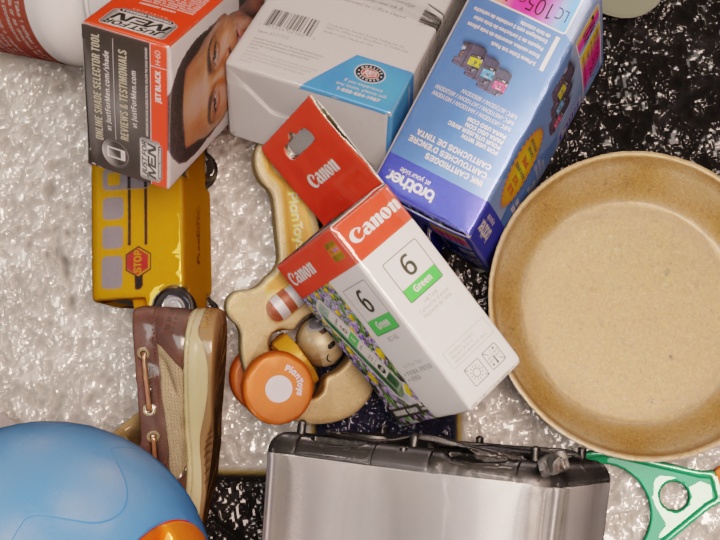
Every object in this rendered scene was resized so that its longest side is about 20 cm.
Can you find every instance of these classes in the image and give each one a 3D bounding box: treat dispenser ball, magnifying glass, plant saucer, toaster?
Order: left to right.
[{"bbox_3d":[-0.182,0.188,0.672,0.199,0.201,0.203,-1,83,10],"label":"treat dispenser ball"},{"bbox_3d":[0.047,0.156,0.696,0.179,0.200,0.120,3,83,21],"label":"toaster"},{"bbox_3d":[0.180,0.023,0.764,0.198,0.035,0.202,0,77,0],"label":"plant saucer"},{"bbox_3d":[0.212,0.145,0.766,0.198,0.022,0.080,-15,80,10],"label":"magnifying glass"}]

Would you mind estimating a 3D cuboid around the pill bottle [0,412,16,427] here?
[{"bbox_3d":[-0.319,0.188,0.813,0.199,0.111,0.112,-30,78,5],"label":"pill bottle"}]

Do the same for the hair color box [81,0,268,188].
[{"bbox_3d":[-0.103,-0.150,0.764,0.061,0.200,0.102,18,131,13],"label":"hair color box"}]

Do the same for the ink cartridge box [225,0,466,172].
[{"bbox_3d":[0.002,-0.165,0.795,0.115,0.068,0.201,18,55,12],"label":"ink cartridge box"}]

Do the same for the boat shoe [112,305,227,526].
[{"bbox_3d":[-0.132,0.116,0.780,0.071,0.072,0.202,7,112,0],"label":"boat shoe"}]

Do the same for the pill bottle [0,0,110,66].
[{"bbox_3d":[-0.219,-0.204,0.821,0.198,0.112,0.113,15,86,28],"label":"pill bottle"}]

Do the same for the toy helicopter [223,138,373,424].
[{"bbox_3d":[-0.030,0.002,0.797,0.131,0.079,0.202,-9,93,-13],"label":"toy helicopter"}]

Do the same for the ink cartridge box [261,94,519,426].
[{"bbox_3d":[0.000,0.000,0.722,0.050,0.109,0.200,-40,94,-24],"label":"ink cartridge box"}]

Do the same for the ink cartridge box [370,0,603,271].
[{"bbox_3d":[0.079,-0.084,0.759,0.076,0.136,0.201,29,89,15],"label":"ink cartridge box"}]

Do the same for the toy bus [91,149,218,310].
[{"bbox_3d":[-0.146,-0.037,0.832,0.077,0.065,0.202,-3,82,11],"label":"toy bus"}]

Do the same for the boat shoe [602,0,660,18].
[{"bbox_3d":[0.119,-0.243,0.789,0.199,0.070,0.072,26,51,-10],"label":"boat shoe"}]
